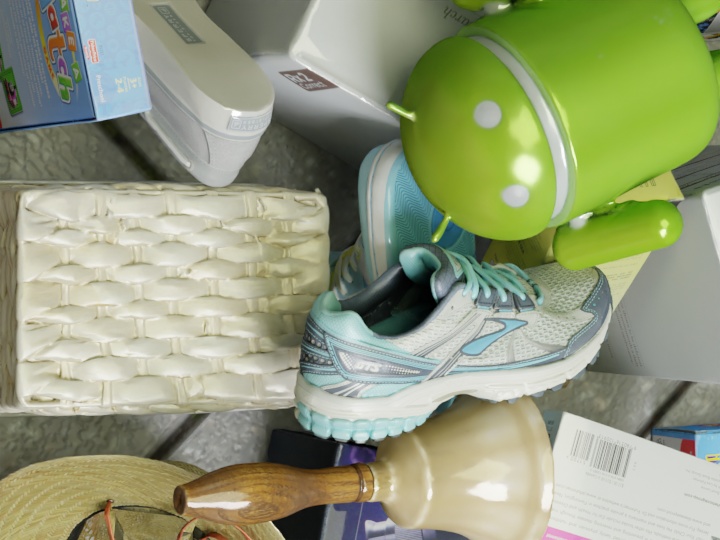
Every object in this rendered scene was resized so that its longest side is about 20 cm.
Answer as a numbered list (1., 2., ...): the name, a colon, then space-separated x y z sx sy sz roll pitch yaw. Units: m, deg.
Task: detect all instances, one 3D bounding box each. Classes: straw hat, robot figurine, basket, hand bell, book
1. straw hat: -0.115 0.153 1.546 0.201 0.201 0.085 46 34 -17
2. robot figurine: 0.108 -0.089 1.456 0.200 0.116 0.176 -26 102 -22
3. basket: -0.123 0.016 1.529 0.200 0.123 0.136 0 91 -23
4. hand bell: -0.007 0.114 1.464 0.200 0.104 0.104 -4 92 -31
5. book: 0.141 0.195 1.577 0.134 0.048 0.200 20 82 -21

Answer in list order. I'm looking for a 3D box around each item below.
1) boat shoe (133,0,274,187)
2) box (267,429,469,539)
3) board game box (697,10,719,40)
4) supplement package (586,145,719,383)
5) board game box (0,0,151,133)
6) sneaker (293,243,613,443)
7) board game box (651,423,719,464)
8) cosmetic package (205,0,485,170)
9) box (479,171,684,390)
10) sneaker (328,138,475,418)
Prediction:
1. boat shoe: -0.117 -0.123 1.525 0.072 0.200 0.069 -14 139 -44
2. box: 0.040 0.183 1.613 0.200 0.104 0.148 11 87 -24
3. board game box: 0.224 -0.171 1.637 0.126 0.200 0.035 -5 84 -24
4. supplement package: 0.214 -0.007 1.635 0.117 0.200 0.117 -19 98 -22
5. board game box: -0.173 -0.151 1.464 0.037 0.200 0.151 -12 96 -23
6. sneaker: 0.056 0.025 1.470 0.200 0.078 0.086 -20 125 -30
7. board game box: 0.286 0.192 1.747 0.196 0.056 0.200 -2 91 -23
8. cosmetic package: 0.031 -0.168 1.573 0.165 0.165 0.200 28 80 -22
9. box: 0.114 0.001 1.597 0.075 0.200 0.050 -7 57 -22
10. sneaker: 0.000 0.000 1.565 0.080 0.131 0.200 -46 138 -34
